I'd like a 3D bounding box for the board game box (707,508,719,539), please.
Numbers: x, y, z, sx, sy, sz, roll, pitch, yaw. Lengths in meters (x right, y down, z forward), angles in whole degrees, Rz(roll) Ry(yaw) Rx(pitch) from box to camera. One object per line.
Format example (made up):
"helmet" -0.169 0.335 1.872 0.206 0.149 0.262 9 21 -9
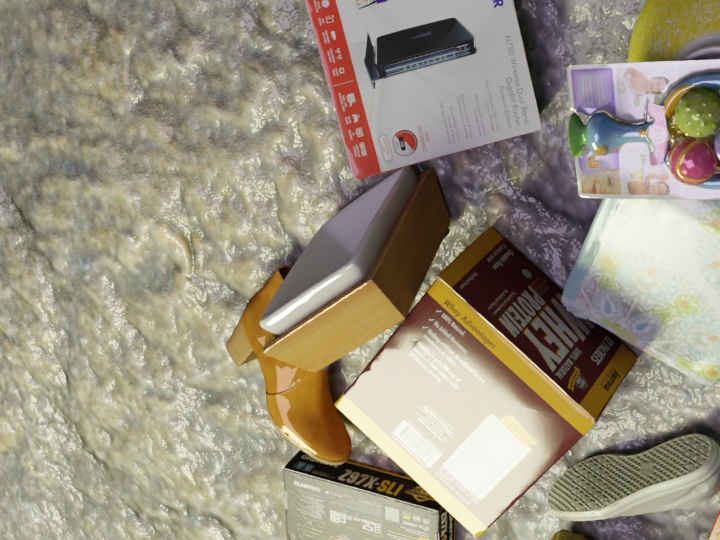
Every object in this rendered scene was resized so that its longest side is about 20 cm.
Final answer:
"board game box" 0.391 0.326 1.249 0.151 0.046 0.201 21 108 18

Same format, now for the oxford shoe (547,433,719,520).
"oxford shoe" 0.273 0.215 1.282 0.199 0.075 0.058 -23 128 36

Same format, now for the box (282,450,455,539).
"box" 0.009 0.303 1.481 0.199 0.049 0.160 11 119 25

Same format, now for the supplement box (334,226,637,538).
"supplement box" 0.122 0.109 1.274 0.197 0.133 0.200 42 126 6

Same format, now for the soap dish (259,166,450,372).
"soap dish" 0.000 0.000 1.258 0.081 0.200 0.157 46 127 -14

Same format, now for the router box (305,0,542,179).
"router box" 0.054 -0.204 1.171 0.179 0.049 0.201 -15 107 4

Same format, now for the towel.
"towel" 0.282 -0.002 1.164 0.171 0.048 0.200 29 136 13

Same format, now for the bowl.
"bowl" 0.305 -0.157 1.063 0.199 0.108 0.201 12 117 24

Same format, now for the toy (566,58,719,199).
"toy" 0.257 -0.104 1.018 0.199 0.047 0.116 4 116 29

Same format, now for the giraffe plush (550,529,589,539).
"giraffe plush" 0.224 0.372 1.288 0.162 0.200 0.173 16 118 32

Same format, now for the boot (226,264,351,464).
"boot" -0.054 0.103 1.407 0.201 0.071 0.144 48 129 8
